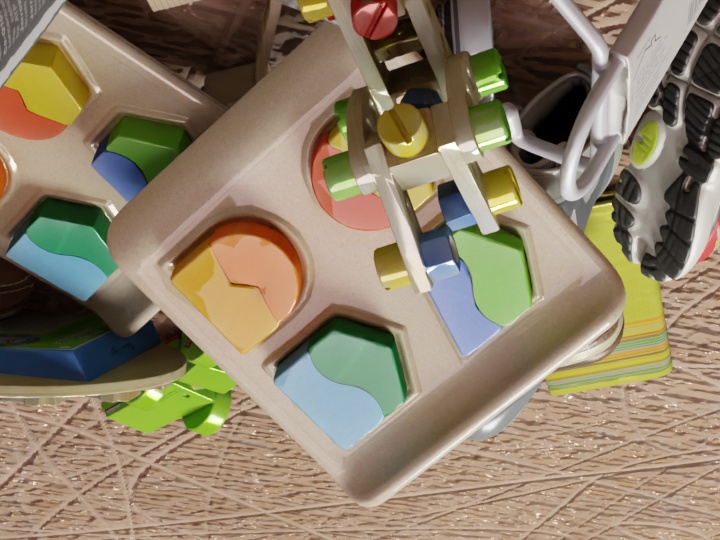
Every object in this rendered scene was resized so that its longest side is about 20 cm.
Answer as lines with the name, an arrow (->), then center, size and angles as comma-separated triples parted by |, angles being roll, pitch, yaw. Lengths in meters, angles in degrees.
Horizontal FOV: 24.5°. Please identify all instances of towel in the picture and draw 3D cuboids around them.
towel -> 0.147, 0.016, 1.047 | 0.086, 0.018, 0.200 | -11, 143, 8

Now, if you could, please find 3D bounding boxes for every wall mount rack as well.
wall mount rack -> 0.107, -0.139, 0.721 | 0.074, 0.200, 0.174 | 24, 157, 19

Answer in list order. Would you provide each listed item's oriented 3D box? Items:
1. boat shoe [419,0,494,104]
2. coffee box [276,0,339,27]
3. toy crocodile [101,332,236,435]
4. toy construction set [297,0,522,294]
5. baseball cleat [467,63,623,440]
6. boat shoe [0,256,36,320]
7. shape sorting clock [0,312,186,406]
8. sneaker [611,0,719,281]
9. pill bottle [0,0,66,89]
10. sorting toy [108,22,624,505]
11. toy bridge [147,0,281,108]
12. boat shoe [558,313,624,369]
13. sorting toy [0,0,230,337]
boat shoe -> 0.034, -0.075, 0.881 | 0.066, 0.070, 0.200 | 0, 152, -2
coffee box -> -0.055, -0.191, 0.680 | 0.199, 0.080, 0.115 | 20, 124, -26
toy crocodile -> -0.098, 0.055, 1.065 | 0.067, 0.062, 0.200 | 24, 142, -31
toy construction set -> 0.009, -0.102, 0.624 | 0.092, 0.132, 0.201 | -6, 134, 3
baseball cleat -> 0.078, -0.013, 0.862 | 0.069, 0.201, 0.106 | 17, 172, 19
boat shoe -> -0.281, -0.020, 0.937 | 0.199, 0.076, 0.074 | 10, 140, -16
shape sorting clock -> -0.202, 0.053, 0.976 | 0.199, 0.039, 0.200 | 0, -174, 0
sneaker -> 0.194, -0.086, 0.872 | 0.085, 0.077, 0.201 | -22, 145, -38
pill bottle -> -0.197, -0.108, 0.690 | 0.112, 0.200, 0.114 | 6, 125, 8
sorting toy -> 0.000, 0.000, 0.814 | 0.185, 0.036, 0.200 | -40, 100, 19
toy bridge -> -0.073, -0.146, 0.806 | 0.067, 0.027, 0.200 | -12, 142, 12
boat shoe -> 0.073, 0.035, 1.015 | 0.201, 0.075, 0.075 | 1, 156, 32
sorting toy -> -0.162, -0.057, 0.873 | 0.200, 0.037, 0.185 | 36, 133, -17
